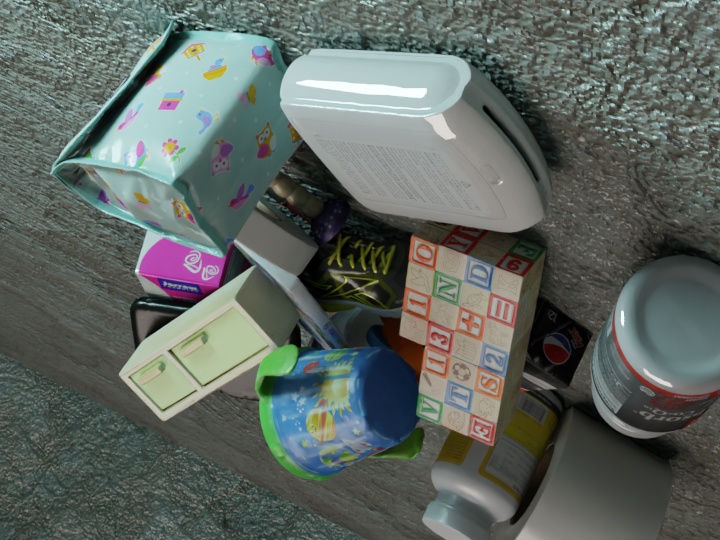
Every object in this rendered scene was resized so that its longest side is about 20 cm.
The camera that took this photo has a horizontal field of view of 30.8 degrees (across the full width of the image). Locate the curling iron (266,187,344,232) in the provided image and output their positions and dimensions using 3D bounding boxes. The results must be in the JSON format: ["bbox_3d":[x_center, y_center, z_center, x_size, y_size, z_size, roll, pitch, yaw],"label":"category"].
[{"bbox_3d":[-0.078,-0.072,1.392,0.199,0.026,0.049,38,157,-22],"label":"curling iron"}]

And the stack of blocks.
[{"bbox_3d":[0.100,0.056,1.249,0.114,0.059,0.202,20,126,22],"label":"stack of blocks"}]

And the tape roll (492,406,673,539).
[{"bbox_3d":[0.260,0.285,1.545,0.138,0.204,0.203,29,162,1],"label":"tape roll"}]

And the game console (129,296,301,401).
[{"bbox_3d":[-0.150,0.087,1.520,0.197,0.117,0.178,7,126,11],"label":"game console"}]

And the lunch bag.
[{"bbox_3d":[-0.166,-0.125,1.159,0.198,0.171,0.122,18,153,37],"label":"lunch bag"}]

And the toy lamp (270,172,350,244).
[{"bbox_3d":[-0.102,-0.102,1.303,0.199,0.059,0.058,38,160,-21],"label":"toy lamp"}]

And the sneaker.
[{"bbox_3d":[0.000,0.000,1.347,0.198,0.075,0.085,-8,142,41],"label":"sneaker"}]

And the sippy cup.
[{"bbox_3d":[-0.013,0.136,1.329,0.177,0.141,0.130,-8,172,-46],"label":"sippy cup"}]

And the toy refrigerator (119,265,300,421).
[{"bbox_3d":[-0.164,0.082,1.396,0.199,0.070,0.076,-31,108,35],"label":"toy refrigerator"}]

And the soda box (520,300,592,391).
[{"bbox_3d":[0.158,0.086,1.395,0.070,0.064,0.200,34,162,-15],"label":"soda box"}]

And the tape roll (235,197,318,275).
[{"bbox_3d":[-0.131,-0.068,1.307,0.202,0.037,0.203,36,-176,-3],"label":"tape roll"}]

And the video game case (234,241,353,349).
[{"bbox_3d":[-0.065,0.037,1.418,0.143,0.018,0.200,40,170,43],"label":"video game case"}]

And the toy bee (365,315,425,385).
[{"bbox_3d":[0.061,0.052,1.422,0.108,0.202,0.131,9,143,-43],"label":"toy bee"}]

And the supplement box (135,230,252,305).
[{"bbox_3d":[-0.180,0.007,1.508,0.100,0.104,0.201,9,155,10],"label":"supplement box"}]

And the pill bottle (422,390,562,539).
[{"bbox_3d":[0.151,0.223,1.546,0.111,0.201,0.112,26,162,9],"label":"pill bottle"}]

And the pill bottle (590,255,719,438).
[{"bbox_3d":[0.260,0.074,1.123,0.115,0.117,0.200,26,162,10],"label":"pill bottle"}]

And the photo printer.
[{"bbox_3d":[0.051,-0.103,1.044,0.199,0.070,0.166,11,154,43],"label":"photo printer"}]

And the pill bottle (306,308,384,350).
[{"bbox_3d":[0.002,0.098,1.585,0.110,0.112,0.200,31,162,-6],"label":"pill bottle"}]
